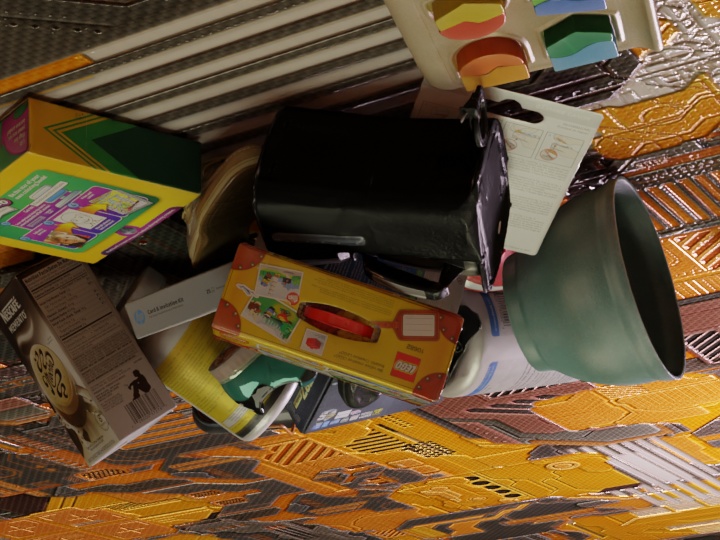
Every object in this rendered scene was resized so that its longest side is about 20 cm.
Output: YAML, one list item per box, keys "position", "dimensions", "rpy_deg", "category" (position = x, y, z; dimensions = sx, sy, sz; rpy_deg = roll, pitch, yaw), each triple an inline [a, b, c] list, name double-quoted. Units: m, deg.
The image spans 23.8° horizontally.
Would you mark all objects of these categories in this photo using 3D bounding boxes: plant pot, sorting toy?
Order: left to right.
- position: [0.126, -0.192, 1.312]
  dimensions: [0.199, 0.037, 0.185]
  rpy_deg: [-7, 159, 13]
  category: "sorting toy"
- position: [0.218, 0.024, 1.649]
  dimensions: [0.134, 0.201, 0.200]
  rpy_deg: [-17, 156, 20]
  category: "plant pot"

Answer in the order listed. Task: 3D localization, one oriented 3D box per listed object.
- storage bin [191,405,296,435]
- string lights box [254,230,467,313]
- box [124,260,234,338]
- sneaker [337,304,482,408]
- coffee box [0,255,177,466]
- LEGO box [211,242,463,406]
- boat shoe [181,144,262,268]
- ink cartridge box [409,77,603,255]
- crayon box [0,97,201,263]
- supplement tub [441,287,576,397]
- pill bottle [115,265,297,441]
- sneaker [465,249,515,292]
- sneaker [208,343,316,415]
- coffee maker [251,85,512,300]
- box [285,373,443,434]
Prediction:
- position: [-0.109, 0.106, 1.959]
  dimensions: [0.199, 0.146, 0.135]
  rpy_deg: [-5, 149, 6]
  category: "storage bin"
- position: [0.000, 0.000, 1.610]
  dimensions: [0.200, 0.103, 0.059]
  rpy_deg: [35, 140, -20]
  category: "string lights box"
- position: [-0.110, 0.007, 1.688]
  dimensions: [0.155, 0.041, 0.200]
  rpy_deg: [-20, 180, 38]
  category: "box"
- position: [0.047, 0.094, 1.743]
  dimensions: [0.060, 0.104, 0.200]
  rpy_deg: [4, 129, -37]
  category: "sneaker"
- position: [-0.290, 0.089, 1.773]
  dimensions: [0.080, 0.201, 0.113]
  rpy_deg: [-31, 176, -32]
  category: "coffee box"
- position: [-0.023, 0.050, 1.484]
  dimensions: [0.199, 0.078, 0.149]
  rpy_deg: [19, 173, -2]
  category: "LEGO box"
- position: [-0.128, -0.068, 1.560]
  dimensions: [0.074, 0.067, 0.200]
  rpy_deg: [-15, 161, -26]
  category: "boat shoe"
- position: [0.111, -0.104, 1.517]
  dimensions: [0.162, 0.057, 0.200]
  rpy_deg: [13, 137, -6]
  category: "ink cartridge box"
- position: [-0.268, -0.077, 1.541]
  dimensions: [0.172, 0.059, 0.200]
  rpy_deg: [14, 154, -35]
  category: "crayon box"
- position: [0.159, 0.061, 1.809]
  dimensions: [0.199, 0.133, 0.132]
  rpy_deg: [-3, 163, -35]
  category: "supplement tub"
- position: [-0.168, 0.085, 1.825]
  dimensions: [0.200, 0.112, 0.112]
  rpy_deg: [36, 148, -11]
  category: "pill bottle"
- position: [0.118, -0.036, 1.673]
  dimensions: [0.199, 0.079, 0.115]
  rpy_deg: [8, 158, -30]
  category: "sneaker"
- position: [-0.057, 0.067, 1.754]
  dimensions: [0.200, 0.080, 0.071]
  rpy_deg: [-39, -167, 6]
  category: "sneaker"
- position: [0.018, -0.081, 1.444]
  dimensions: [0.199, 0.135, 0.193]
  rpy_deg: [5, 121, 15]
  category: "coffee maker"
- position: [0.030, 0.099, 1.887]
  dimensions: [0.199, 0.051, 0.158]
  rpy_deg: [-10, 142, -35]
  category: "box"
